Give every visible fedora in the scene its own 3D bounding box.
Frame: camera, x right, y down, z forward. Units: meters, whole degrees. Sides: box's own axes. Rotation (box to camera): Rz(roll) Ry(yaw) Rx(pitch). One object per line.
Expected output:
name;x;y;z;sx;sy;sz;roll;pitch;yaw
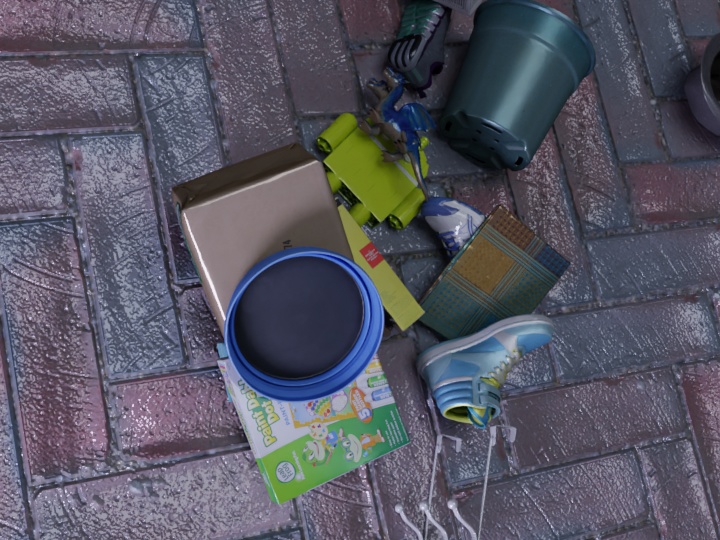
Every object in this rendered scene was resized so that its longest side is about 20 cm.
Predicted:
fedora;0.626;-0.302;1.861;0.200;0.090;0.177;31;66;-20

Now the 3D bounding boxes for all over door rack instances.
over door rack;0.114;0.293;1.421;0.067;0.148;0.200;30;65;-19

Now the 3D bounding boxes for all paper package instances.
paper package;-0.117;-0.033;1.367;0.190;0.103;0.201;-22;115;-11

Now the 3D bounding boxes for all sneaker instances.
sneaker;0.104;-0.357;1.672;0.088;0.074;0.200;54;50;-37
sneaker;0.160;-0.027;1.570;0.200;0.075;0.088;36;68;-19
sneaker;0.188;0.145;1.488;0.199;0.080;0.131;-21;54;3

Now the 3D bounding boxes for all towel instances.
towel;0.187;0.025;1.549;0.147;0.022;0.200;38;91;-15

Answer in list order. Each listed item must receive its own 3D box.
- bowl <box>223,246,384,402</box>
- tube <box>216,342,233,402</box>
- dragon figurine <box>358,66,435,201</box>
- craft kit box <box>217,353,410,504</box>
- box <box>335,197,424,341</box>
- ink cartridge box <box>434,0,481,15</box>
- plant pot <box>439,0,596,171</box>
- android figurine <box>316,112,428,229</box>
bowl;-0.071;0.065;1.332;0.200;0.039;0.201;-6;112;-15
tube;-0.088;0.116;1.443;0.199;0.050;0.078;-10;77;-23
dragon figurine;0.066;-0.202;1.549;0.099;0.059;0.200;-33;79;-35
craft kit box;-0.059;0.170;1.407;0.197;0.049;0.201;-22;93;-16
box;0.000;0.000;1.500;0.050;0.075;0.200;-37;91;-28
ink cartridge box;0.090;-0.485;1.588;0.200;0.176;0.045;29;62;18
plant pot;0.224;-0.268;1.624;0.200;0.200;0.196;31;72;-13
android figurine;0.021;-0.148;1.574;0.182;0.041;0.200;48;64;-4
